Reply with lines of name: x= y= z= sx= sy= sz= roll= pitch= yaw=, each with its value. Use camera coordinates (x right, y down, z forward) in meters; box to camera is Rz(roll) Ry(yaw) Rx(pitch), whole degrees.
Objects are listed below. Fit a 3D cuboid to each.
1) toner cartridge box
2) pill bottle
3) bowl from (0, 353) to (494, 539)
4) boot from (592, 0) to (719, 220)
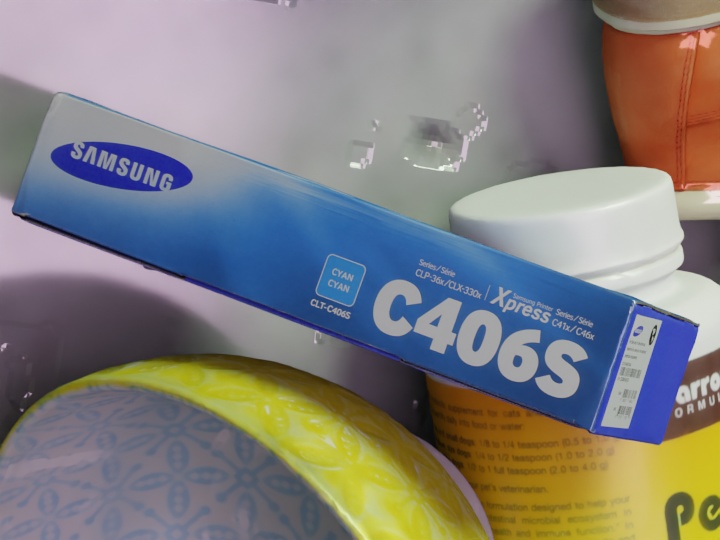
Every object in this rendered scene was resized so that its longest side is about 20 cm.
toner cartridge box: x=0.000 y=0.000 z=0.887 sx=0.199 sy=0.095 sz=0.043 roll=20 pitch=90 yaw=19
pill bottle: x=0.082 y=0.071 z=0.974 sx=0.108 sy=0.109 sz=0.202 roll=-13 pitch=102 yaw=-18
bowl: x=-0.017 y=0.107 z=0.922 sx=0.107 sy=0.199 sz=0.201 roll=-31 pitch=109 yaw=-44
boot: x=0.175 y=-0.080 z=1.015 sx=0.199 sy=0.075 sz=0.108 roll=-13 pitch=114 yaw=-17
